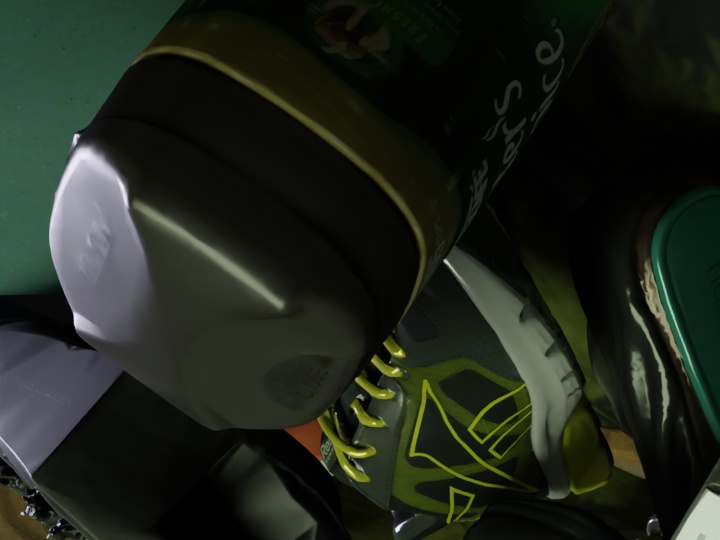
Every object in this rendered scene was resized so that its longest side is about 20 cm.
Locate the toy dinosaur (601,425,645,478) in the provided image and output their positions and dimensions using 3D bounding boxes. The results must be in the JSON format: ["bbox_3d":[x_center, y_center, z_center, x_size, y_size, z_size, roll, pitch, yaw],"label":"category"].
[{"bbox_3d":[0.133,0.065,0.881,0.199,0.060,0.107,-14,104,50],"label":"toy dinosaur"}]

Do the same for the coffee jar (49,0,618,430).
[{"bbox_3d":[0.007,-0.058,0.633,0.085,0.200,0.104,35,155,1],"label":"coffee jar"}]

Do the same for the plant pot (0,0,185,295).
[{"bbox_3d":[-0.098,-0.080,0.759,0.187,0.201,0.200,17,152,9],"label":"plant pot"}]

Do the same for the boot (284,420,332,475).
[{"bbox_3d":[0.000,0.000,0.868,0.107,0.075,0.200,26,132,-27],"label":"boot"}]

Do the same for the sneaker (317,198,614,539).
[{"bbox_3d":[0.022,0.034,0.800,0.075,0.084,0.200,62,-178,34],"label":"sneaker"}]

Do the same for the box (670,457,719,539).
[{"bbox_3d":[0.186,0.084,0.666,0.199,0.177,0.097,31,132,8],"label":"box"}]

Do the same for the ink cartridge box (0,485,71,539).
[{"bbox_3d":[-0.119,0.124,1.168,0.200,0.075,0.165,33,176,-19],"label":"ink cartridge box"}]

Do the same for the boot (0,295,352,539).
[{"bbox_3d":[-0.043,0.065,0.751,0.164,0.066,0.200,26,173,-23],"label":"boot"}]

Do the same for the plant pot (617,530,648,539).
[{"bbox_3d":[0.097,0.191,0.954,0.200,0.201,0.193,27,153,18],"label":"plant pot"}]

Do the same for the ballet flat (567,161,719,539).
[{"bbox_3d":[0.112,0.060,0.805,0.068,0.068,0.201,3,113,58],"label":"ballet flat"}]

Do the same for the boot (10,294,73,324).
[{"bbox_3d":[-0.082,0.067,1.052,0.200,0.072,0.144,43,171,12],"label":"boot"}]

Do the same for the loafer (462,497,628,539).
[{"bbox_3d":[0.075,0.128,0.752,0.073,0.072,0.200,53,171,-31],"label":"loafer"}]
